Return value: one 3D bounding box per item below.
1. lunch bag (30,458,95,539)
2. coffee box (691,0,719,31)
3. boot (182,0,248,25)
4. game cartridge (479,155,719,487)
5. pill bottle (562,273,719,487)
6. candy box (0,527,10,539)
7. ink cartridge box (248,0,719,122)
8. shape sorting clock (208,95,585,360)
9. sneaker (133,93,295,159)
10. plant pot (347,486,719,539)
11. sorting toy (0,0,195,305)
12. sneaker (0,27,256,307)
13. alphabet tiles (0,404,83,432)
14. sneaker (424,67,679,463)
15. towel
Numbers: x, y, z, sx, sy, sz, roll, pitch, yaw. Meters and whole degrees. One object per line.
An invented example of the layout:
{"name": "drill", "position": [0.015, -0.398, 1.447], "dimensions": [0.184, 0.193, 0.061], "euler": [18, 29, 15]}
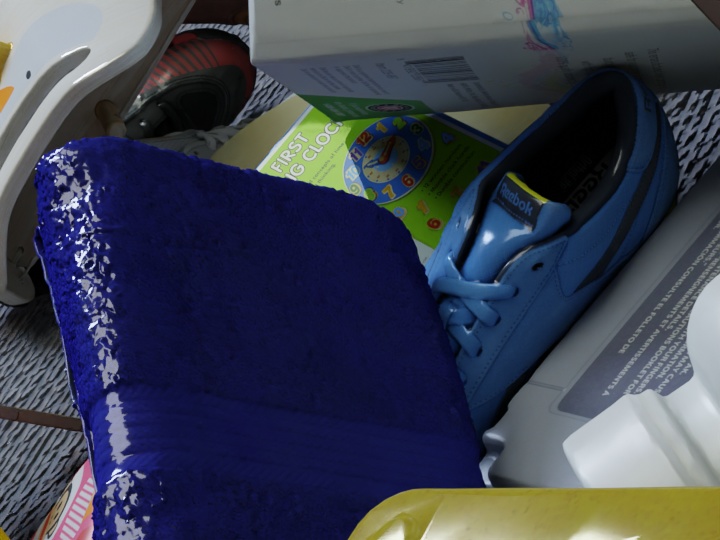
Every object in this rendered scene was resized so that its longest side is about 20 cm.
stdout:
{"name": "lunch bag", "position": [-0.091, 0.141, 0.691], "dimensions": [0.176, 0.082, 0.200], "euler": [-46, 16, 38]}
{"name": "coffee box", "position": [0.201, -0.110, 0.630], "dimensions": [0.199, 0.080, 0.114], "euler": [-10, 43, -23]}
{"name": "boot", "position": [-0.030, -0.144, 1.050], "dimensions": [0.200, 0.188, 0.069], "euler": [15, 94, 58]}
{"name": "game cartridge", "position": [0.137, 0.014, 0.699], "dimensions": [0.200, 0.041, 0.133], "euler": [-47, 24, -20]}
{"name": "pill bottle", "position": [0.159, 0.025, 0.565], "dimensions": [0.200, 0.113, 0.113], "euler": [-35, 26, 6]}
{"name": "candy box", "position": [-0.199, 0.060, 0.737], "dimensions": [0.026, 0.200, 0.102], "euler": [-21, -27, -48]}
{"name": "ink cartridge box", "position": [0.071, -0.111, 0.768], "dimensions": [0.199, 0.088, 0.145], "euler": [-2, -5, 11]}
{"name": "shape sorting clock", "position": [0.000, 0.000, 0.839], "dimensions": [0.199, 0.039, 0.200], "euler": [-11, 55, 16]}
{"name": "sneaker", "position": [-0.058, -0.042, 0.968], "dimensions": [0.076, 0.092, 0.200], "euler": [0, 44, 50]}
{"name": "plant pot", "position": [0.064, 0.149, 0.408], "dimensions": [0.200, 0.177, 0.200], "euler": [-6, 40, 46]}
{"name": "sorting toy", "position": [-0.138, -0.071, 0.933], "dimensions": [0.200, 0.107, 0.180], "euler": [-57, 21, 11]}
{"name": "sneaker", "position": [-0.128, -0.049, 1.094], "dimensions": [0.200, 0.071, 0.098], "euler": [-36, 34, -8]}
{"name": "alphabet tiles", "position": [-0.169, 0.052, 0.850], "dimensions": [0.166, 0.200, 0.006], "euler": [5, 83, 38]}
{"name": "sneaker", "position": [0.039, 0.012, 0.743], "dimensions": [0.066, 0.078, 0.200], "euler": [34, 79, 25]}
{"name": "towel", "position": [-0.026, 0.057, 0.650], "dimensions": [0.050, 0.147, 0.200], "euler": [-46, 45, 36]}
